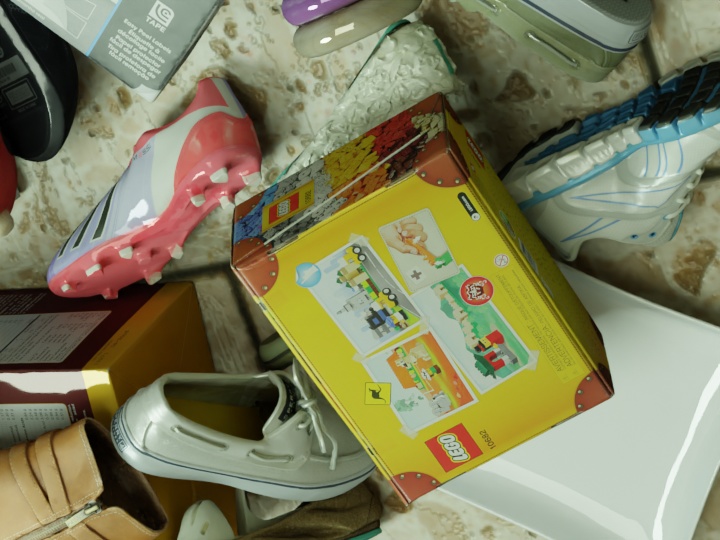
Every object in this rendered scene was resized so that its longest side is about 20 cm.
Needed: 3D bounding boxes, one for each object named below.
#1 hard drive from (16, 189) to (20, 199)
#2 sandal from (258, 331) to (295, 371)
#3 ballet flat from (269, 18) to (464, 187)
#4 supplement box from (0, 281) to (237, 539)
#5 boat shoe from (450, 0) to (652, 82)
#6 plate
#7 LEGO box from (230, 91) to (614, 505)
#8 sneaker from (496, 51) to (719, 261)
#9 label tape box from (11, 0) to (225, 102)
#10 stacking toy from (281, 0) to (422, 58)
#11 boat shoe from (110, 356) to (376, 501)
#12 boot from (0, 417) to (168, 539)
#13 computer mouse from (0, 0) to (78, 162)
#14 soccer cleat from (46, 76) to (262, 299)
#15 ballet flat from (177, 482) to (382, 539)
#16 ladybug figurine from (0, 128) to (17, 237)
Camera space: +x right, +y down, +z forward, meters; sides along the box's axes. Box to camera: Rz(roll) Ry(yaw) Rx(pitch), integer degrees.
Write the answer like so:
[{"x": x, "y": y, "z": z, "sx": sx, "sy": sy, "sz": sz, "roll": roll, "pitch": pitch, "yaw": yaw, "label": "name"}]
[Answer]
[{"x": -0.348, "y": -0.066, "z": 1.635, "sx": 0.200, "sy": 0.025, "sz": 0.132, "roll": -25, "pitch": 103, "yaw": 31, "label": "hard drive"}, {"x": -0.001, "y": 0.001, "z": 1.488, "sx": 0.201, "sy": 0.080, "sz": 0.057, "roll": -33, "pitch": 85, "yaw": 33, "label": "sandal"}, {"x": -0.004, "y": -0.069, "z": 1.450, "sx": 0.072, "sy": 0.072, "sz": 0.200, "roll": 40, "pitch": 125, "yaw": 1, "label": "ballet flat"}, {"x": -0.208, "y": 0.127, "z": 1.605, "sx": 0.199, "sy": 0.133, "sz": 0.198, "roll": -2, "pitch": 114, "yaw": 24, "label": "supplement box"}, {"x": 0.075, "y": -0.178, "z": 1.366, "sx": 0.200, "sy": 0.072, "sz": 0.062, "roll": 34, "pitch": 129, "yaw": 4, "label": "boat shoe"}, {"x": 0.141, "y": 0.086, "z": 1.491, "sx": 0.199, "sy": 0.032, "sz": 0.200, "roll": 23, "pitch": 123, "yaw": 12, "label": "plate"}, {"x": 0.038, "y": 0.020, "z": 1.389, "sx": 0.149, "sy": 0.077, "sz": 0.200, "roll": -28, "pitch": 116, "yaw": 14, "label": "LEGO box"}, {"x": 0.179, "y": -0.062, "z": 1.385, "sx": 0.200, "sy": 0.075, "sz": 0.087, "roll": -23, "pitch": 110, "yaw": 40, "label": "sneaker"}, {"x": -0.127, "y": -0.215, "z": 1.350, "sx": 0.144, "sy": 0.063, "sz": 0.200, "roll": 36, "pitch": 133, "yaw": -4, "label": "label tape box"}, {"x": -0.038, "y": -0.232, "z": 1.388, "sx": 0.085, "sy": 0.085, "sz": 0.201, "roll": -19, "pitch": 101, "yaw": 30, "label": "stacking toy"}, {"x": -0.056, "y": 0.093, "z": 1.500, "sx": 0.201, "sy": 0.075, "sz": 0.086, "roll": 12, "pitch": 140, "yaw": -34, "label": "boat shoe"}, {"x": -0.230, "y": 0.130, "z": 1.496, "sx": 0.155, "sy": 0.074, "sz": 0.200, "roll": -33, "pitch": 111, "yaw": 33, "label": "boot"}, {"x": -0.235, "y": -0.169, "z": 1.514, "sx": 0.138, "sy": 0.053, "sz": 0.201, "roll": -12, "pitch": 108, "yaw": 43, "label": "computer mouse"}, {"x": -0.140, "y": -0.048, "z": 1.536, "sx": 0.200, "sy": 0.067, "sz": 0.077, "roll": -36, "pitch": 60, "yaw": 36, "label": "soccer cleat"}, {"x": -0.073, "y": 0.177, "z": 1.547, "sx": 0.068, "sy": 0.200, "sz": 0.073, "roll": -35, "pitch": 80, "yaw": 56, "label": "ballet flat"}, {"x": -0.295, "y": -0.090, "z": 1.526, "sx": 0.200, "sy": 0.072, "sz": 0.136, "roll": 41, "pitch": 143, "yaw": 13, "label": "ladybug figurine"}]
